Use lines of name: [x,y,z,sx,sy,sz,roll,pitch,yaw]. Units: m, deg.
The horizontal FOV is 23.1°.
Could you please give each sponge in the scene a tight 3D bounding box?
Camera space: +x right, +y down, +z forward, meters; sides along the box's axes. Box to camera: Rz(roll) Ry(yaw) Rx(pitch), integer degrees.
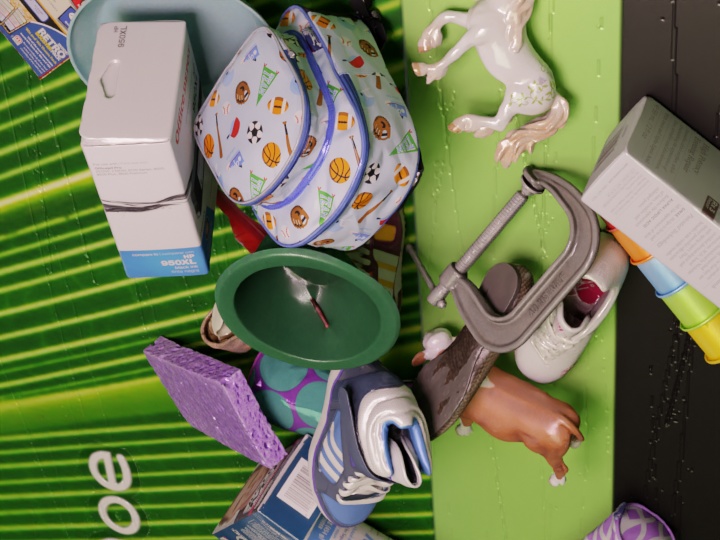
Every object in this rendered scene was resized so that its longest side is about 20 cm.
sponge: [-0.154,0.136,1.844,0.200,0.030,0.112,15,138,59]

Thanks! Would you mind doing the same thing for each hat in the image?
hat: [-0.048,-0.027,1.668,0.199,0.177,0.166,21,138,-10]

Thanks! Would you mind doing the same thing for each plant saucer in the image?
plant saucer: [-0.168,-0.210,1.618,0.199,0.036,0.200,2,145,2]

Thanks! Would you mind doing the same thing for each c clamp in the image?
c clamp: [0.131,-0.019,1.619,0.027,0.171,0.200,11,133,-44]

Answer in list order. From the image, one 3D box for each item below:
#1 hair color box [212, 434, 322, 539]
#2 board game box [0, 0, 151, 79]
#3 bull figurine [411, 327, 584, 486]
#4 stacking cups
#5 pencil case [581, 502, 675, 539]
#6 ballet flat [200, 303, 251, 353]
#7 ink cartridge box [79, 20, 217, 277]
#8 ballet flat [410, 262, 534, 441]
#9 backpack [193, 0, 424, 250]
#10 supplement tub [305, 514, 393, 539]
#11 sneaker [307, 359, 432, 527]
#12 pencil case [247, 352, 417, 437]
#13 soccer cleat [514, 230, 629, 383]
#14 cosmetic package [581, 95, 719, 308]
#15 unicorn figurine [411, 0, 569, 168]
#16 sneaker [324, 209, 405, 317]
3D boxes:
hair color box: [-0.087,0.245,1.868,0.060,0.100,0.200,37,157,-5]
board game box: [-0.276,-0.287,1.637,0.199,0.046,0.152,-26,111,36]
bull figurine: [0.135,0.132,1.732,0.200,0.065,0.122,32,159,30]
stacking cups: [0.274,-0.004,1.590,0.200,0.061,0.060,46,130,-12]
pencil case: [0.246,0.322,1.834,0.084,0.086,0.200,34,132,-5]
ballet flat: [-0.101,0.024,1.768,0.067,0.068,0.200,5,142,-35]
ink cartridge box: [-0.187,-0.109,1.605,0.084,0.145,0.200,-2,145,6]
ballet flat: [0.107,0.080,1.673,0.067,0.046,0.201,43,110,41]
backpack: [-0.041,-0.117,1.546,0.191,0.154,0.200,55,130,26]
supplement tub: [-0.002,0.350,1.938,0.199,0.132,0.132,29,132,1]
sneaker: [0.012,0.190,1.686,0.080,0.147,0.201,-4,117,-22]
pencil case: [-0.018,0.135,1.813,0.199,0.085,0.093,15,93,15]
soccer cleat: [0.187,0.047,1.651,0.070,0.086,0.200,27,132,3]
cosmetic package: [0.296,-0.048,1.521,0.200,0.102,0.074,35,132,-5]
unicorn figurine: [0.115,-0.191,1.524,0.137,0.074,0.200,-25,126,26]
sneaker: [0.000,0.000,1.698,0.075,0.090,0.201,6,129,19]
